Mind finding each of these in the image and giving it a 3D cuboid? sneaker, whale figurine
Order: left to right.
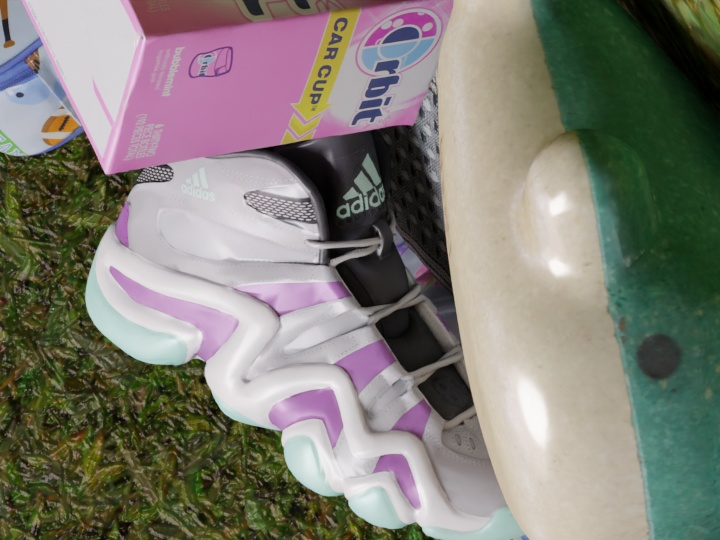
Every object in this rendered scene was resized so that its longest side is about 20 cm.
[{"bbox_3d":[0.000,0.000,0.958,0.199,0.140,0.078,29,-153,14],"label":"sneaker"},{"bbox_3d":[0.075,-0.019,0.752,0.159,0.103,0.201,78,-178,-82],"label":"whale figurine"}]

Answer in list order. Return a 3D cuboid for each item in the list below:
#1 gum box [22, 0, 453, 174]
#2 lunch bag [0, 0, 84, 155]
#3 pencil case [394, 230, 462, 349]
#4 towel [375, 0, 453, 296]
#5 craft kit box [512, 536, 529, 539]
[{"bbox_3d":[-0.063,-0.134,0.891,0.201,0.113,0.066,62,149,30],"label":"gum box"},{"bbox_3d":[-0.129,-0.155,1.192,0.160,0.200,0.076,54,179,35],"label":"lunch bag"},{"bbox_3d":[0.039,0.022,1.107,0.200,0.090,0.084,-93,-18,-73],"label":"pencil case"},{"bbox_3d":[0.012,-0.080,0.962,0.193,0.034,0.201,53,159,45],"label":"towel"},{"bbox_3d":[0.107,0.203,1.205,0.198,0.200,0.049,55,175,12],"label":"craft kit box"}]
